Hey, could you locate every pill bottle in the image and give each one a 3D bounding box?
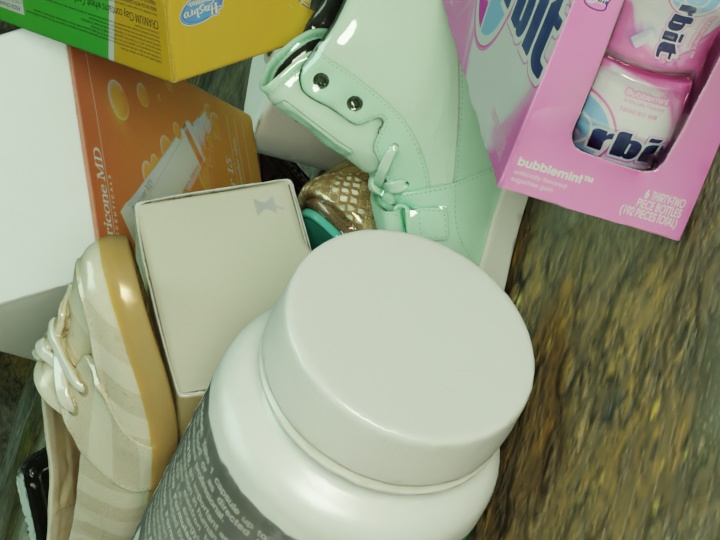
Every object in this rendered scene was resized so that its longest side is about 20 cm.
[{"bbox_3d":[-0.015,0.083,0.907,0.200,0.113,0.113,118,164,-46],"label":"pill bottle"}]

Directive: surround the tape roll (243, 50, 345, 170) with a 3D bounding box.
[{"bbox_3d":[-0.006,-0.151,1.267,0.202,0.071,0.203,-166,90,-80],"label":"tape roll"}]

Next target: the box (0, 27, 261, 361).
[{"bbox_3d":[-0.125,-0.027,1.139,0.200,0.097,0.125,22,-125,-65],"label":"box"}]

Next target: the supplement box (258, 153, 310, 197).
[{"bbox_3d":[-0.081,0.000,1.354,0.109,0.061,0.200,-36,23,13],"label":"supplement box"}]

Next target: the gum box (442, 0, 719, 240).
[{"bbox_3d":[0.084,-0.103,0.815,0.200,0.066,0.114,-99,27,-64],"label":"gum box"}]

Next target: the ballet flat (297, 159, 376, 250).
[{"bbox_3d":[0.000,0.000,1.095,0.065,0.071,0.200,-41,-7,-20],"label":"ballet flat"}]

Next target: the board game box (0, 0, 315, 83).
[{"bbox_3d":[-0.045,-0.142,1.046,0.153,0.200,0.040,24,127,48],"label":"board game box"}]

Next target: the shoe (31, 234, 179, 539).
[{"bbox_3d":[-0.107,0.065,0.985,0.200,0.053,0.070,93,161,-47],"label":"shoe"}]

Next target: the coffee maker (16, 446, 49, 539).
[{"bbox_3d":[-0.153,0.212,1.319,0.200,0.134,0.193,123,160,-55],"label":"coffee maker"}]

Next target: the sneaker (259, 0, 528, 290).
[{"bbox_3d":[0.005,-0.033,0.963,0.074,0.118,0.201,-128,55,-74],"label":"sneaker"}]

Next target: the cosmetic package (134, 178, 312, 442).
[{"bbox_3d":[-0.057,0.062,1.055,0.200,0.071,0.105,96,162,-54],"label":"cosmetic package"}]
